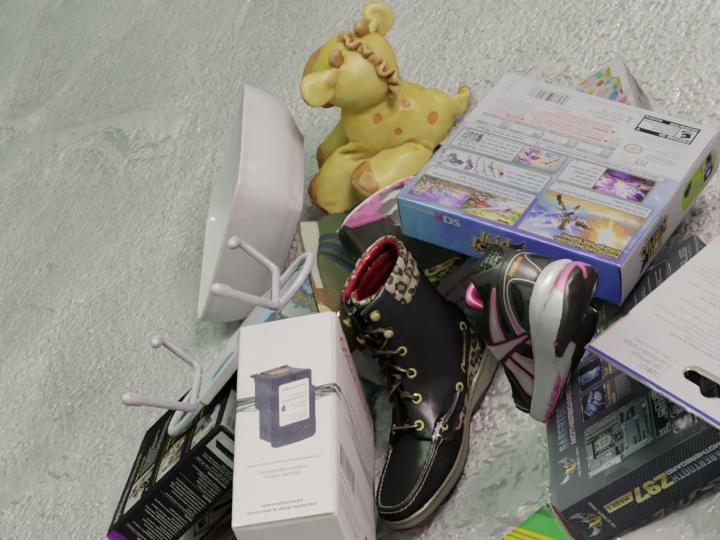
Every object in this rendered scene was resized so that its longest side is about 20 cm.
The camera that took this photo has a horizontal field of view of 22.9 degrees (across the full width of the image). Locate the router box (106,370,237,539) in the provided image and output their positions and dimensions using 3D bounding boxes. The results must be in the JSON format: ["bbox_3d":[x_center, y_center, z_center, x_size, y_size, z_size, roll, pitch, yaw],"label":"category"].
[{"bbox_3d":[-0.139,0.151,1.548,0.149,0.051,0.200,-44,12,18],"label":"router box"}]

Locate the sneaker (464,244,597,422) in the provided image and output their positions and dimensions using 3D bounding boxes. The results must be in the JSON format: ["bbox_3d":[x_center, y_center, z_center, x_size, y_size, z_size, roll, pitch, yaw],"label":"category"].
[{"bbox_3d":[0.118,0.034,1.274,0.086,0.200,0.081,26,64,16],"label":"sneaker"}]

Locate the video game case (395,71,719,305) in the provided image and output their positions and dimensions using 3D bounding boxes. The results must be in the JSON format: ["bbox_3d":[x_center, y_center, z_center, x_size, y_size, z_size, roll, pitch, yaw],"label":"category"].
[{"bbox_3d":[0.159,-0.070,1.421,0.199,0.046,0.181,19,48,28],"label":"video game case"}]

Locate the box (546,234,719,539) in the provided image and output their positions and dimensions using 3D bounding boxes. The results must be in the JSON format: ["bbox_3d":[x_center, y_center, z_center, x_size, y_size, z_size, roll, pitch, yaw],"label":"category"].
[{"bbox_3d":[0.211,0.087,1.328,0.157,0.051,0.201,-34,31,26],"label":"box"}]

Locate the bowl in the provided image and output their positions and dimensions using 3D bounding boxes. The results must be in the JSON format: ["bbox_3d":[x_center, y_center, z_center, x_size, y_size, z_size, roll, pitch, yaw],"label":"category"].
[{"bbox_3d":[-0.108,-0.063,1.799,0.201,0.074,0.201,-93,18,-51],"label":"bowl"}]

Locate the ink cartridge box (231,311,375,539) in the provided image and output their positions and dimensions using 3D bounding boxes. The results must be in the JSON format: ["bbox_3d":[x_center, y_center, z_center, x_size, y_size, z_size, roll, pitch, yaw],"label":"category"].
[{"bbox_3d":[-0.042,0.155,1.400,0.084,0.145,0.201,-9,46,9],"label":"ink cartridge box"}]

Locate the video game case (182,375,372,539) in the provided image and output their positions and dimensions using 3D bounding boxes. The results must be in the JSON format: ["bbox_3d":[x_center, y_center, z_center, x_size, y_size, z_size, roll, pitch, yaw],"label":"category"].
[{"bbox_3d":[-0.074,0.154,1.608,0.199,0.023,0.183,-30,33,21],"label":"video game case"}]

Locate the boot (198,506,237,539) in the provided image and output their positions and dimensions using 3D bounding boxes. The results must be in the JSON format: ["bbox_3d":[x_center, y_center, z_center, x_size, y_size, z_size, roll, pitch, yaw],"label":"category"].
[{"bbox_3d":[-0.156,0.254,1.533,0.200,0.064,0.186,-46,44,1],"label":"boot"}]

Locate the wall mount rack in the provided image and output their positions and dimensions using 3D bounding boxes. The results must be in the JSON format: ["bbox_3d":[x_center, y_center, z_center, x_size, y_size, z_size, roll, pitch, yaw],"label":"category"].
[{"bbox_3d":[-0.124,0.053,1.467,0.200,0.074,0.174,-51,11,12],"label":"wall mount rack"}]

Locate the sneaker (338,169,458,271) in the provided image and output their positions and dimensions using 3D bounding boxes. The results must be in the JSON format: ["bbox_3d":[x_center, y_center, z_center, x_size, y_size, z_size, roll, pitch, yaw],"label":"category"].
[{"bbox_3d":[0.069,-0.056,1.534,0.199,0.081,0.086,-22,10,-19],"label":"sneaker"}]

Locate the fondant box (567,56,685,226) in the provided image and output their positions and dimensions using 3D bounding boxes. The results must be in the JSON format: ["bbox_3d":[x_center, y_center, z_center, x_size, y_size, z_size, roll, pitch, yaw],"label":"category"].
[{"bbox_3d":[0.195,-0.082,1.562,0.144,0.058,0.201,-31,34,20],"label":"fondant box"}]

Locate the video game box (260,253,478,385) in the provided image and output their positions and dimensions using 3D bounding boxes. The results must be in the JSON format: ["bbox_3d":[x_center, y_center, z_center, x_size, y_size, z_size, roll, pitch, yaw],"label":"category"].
[{"bbox_3d":[0.024,0.009,1.628,0.182,0.047,0.200,-42,30,-16],"label":"video game box"}]

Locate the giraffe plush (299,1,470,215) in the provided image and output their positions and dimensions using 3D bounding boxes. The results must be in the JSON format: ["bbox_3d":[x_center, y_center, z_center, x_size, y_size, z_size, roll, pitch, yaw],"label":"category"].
[{"bbox_3d":[0.005,-0.167,1.776,0.199,0.162,0.173,-19,38,34],"label":"giraffe plush"}]

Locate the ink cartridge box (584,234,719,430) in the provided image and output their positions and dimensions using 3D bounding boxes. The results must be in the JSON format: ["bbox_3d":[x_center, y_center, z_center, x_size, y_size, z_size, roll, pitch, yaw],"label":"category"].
[{"bbox_3d":[0.292,0.049,1.220,0.200,0.047,0.197,-39,46,-20],"label":"ink cartridge box"}]

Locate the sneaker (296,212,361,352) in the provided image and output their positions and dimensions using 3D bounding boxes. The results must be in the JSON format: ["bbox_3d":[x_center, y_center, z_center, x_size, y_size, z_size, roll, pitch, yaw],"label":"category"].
[{"bbox_3d":[0.000,0.000,1.539,0.089,0.068,0.200,-15,28,0],"label":"sneaker"}]

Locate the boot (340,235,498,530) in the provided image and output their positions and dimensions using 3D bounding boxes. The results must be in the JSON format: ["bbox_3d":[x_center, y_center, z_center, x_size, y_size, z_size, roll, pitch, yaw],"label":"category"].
[{"bbox_3d":[0.029,0.089,1.442,0.073,0.154,0.204,-8,45,42],"label":"boot"}]

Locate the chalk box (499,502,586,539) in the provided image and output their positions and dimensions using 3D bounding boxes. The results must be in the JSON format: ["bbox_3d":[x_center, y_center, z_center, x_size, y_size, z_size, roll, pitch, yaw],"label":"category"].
[{"bbox_3d":[0.138,0.271,1.126,0.124,0.125,0.200,-39,30,5],"label":"chalk box"}]
